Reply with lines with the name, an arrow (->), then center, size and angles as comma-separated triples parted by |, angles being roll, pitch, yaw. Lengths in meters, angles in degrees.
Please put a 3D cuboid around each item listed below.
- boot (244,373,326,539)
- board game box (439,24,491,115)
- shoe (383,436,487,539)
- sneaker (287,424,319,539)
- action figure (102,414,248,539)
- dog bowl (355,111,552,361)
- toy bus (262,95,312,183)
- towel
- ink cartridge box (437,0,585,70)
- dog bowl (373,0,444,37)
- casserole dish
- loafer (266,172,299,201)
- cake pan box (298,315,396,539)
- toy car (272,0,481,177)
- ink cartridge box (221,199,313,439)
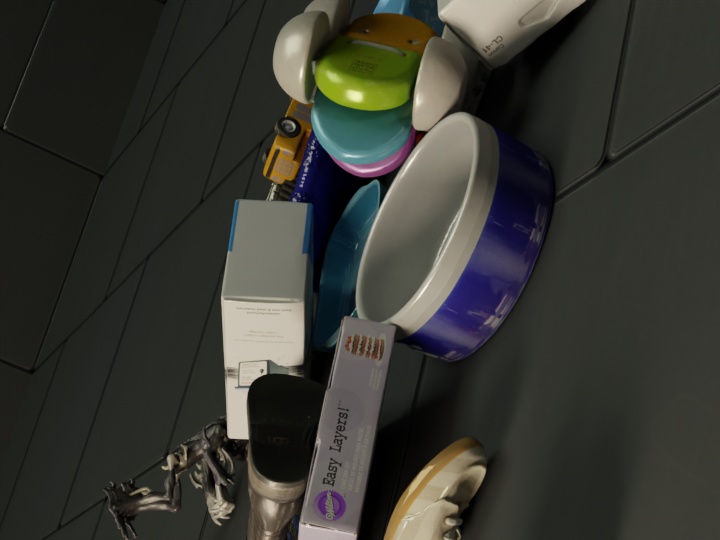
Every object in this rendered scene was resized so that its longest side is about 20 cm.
boot -> -0.080, 0.201, 1.330 | 0.201, 0.068, 0.176 | -80, 1, -62
board game box -> 0.084, -0.207, 1.584 | 0.127, 0.034, 0.200 | -69, 18, -6
shoe -> 0.043, 0.216, 1.156 | 0.053, 0.070, 0.201 | 38, 102, 28
sneaker -> -0.067, 0.199, 1.432 | 0.075, 0.078, 0.202 | -38, 33, 56
action figure -> -0.167, 0.223, 1.647 | 0.199, 0.103, 0.119 | -28, -15, -5
dog bowl -> 0.077, -0.028, 1.311 | 0.201, 0.078, 0.201 | -53, 23, 33
toy bus -> -0.051, -0.185, 1.813 | 0.065, 0.078, 0.201 | 119, 173, -51
towel -> -0.035, -0.085, 1.675 | 0.148, 0.049, 0.202 | 69, -143, -72
ink cartridge box -> 0.145, -0.302, 1.414 | 0.147, 0.085, 0.201 | -38, 28, 27
dog bowl -> 0.035, -0.213, 1.594 | 0.111, 0.049, 0.202 | -19, 51, 66
casserole dish -> 0.000, 0.000, 1.557 | 0.121, 0.039, 0.201 | -49, 24, 42
loafer -> -0.095, -0.047, 1.821 | 0.069, 0.075, 0.202 | -8, 59, 64
cake pan box -> -0.016, 0.169, 1.268 | 0.185, 0.052, 0.201 | 95, -174, -54
toy car -> 0.013, -0.164, 1.426 | 0.200, 0.173, 0.151 | -58, -20, -64
ink cartridge box -> -0.091, 0.052, 1.545 | 0.147, 0.085, 0.201 | -87, -2, -47
